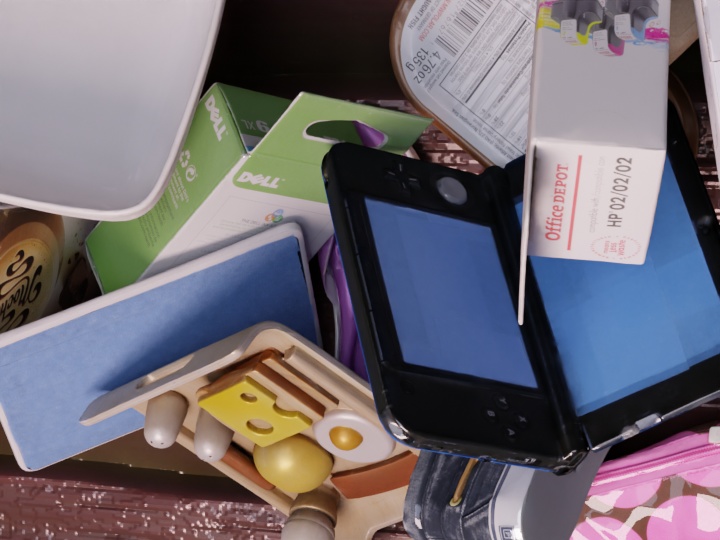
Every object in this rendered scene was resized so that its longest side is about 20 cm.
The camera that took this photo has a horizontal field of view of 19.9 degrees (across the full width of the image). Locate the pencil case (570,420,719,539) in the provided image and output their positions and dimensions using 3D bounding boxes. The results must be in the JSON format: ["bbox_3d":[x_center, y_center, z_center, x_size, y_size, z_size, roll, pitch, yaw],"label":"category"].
[{"bbox_3d":[0.168,0.134,1.165,0.199,0.094,0.091,-20,54,19],"label":"pencil case"}]

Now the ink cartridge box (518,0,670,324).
[{"bbox_3d":[0.119,-0.082,1.038,0.067,0.115,0.201,4,62,5],"label":"ink cartridge box"}]

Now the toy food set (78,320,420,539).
[{"bbox_3d":[-0.044,0.113,1.187,0.200,0.061,0.143,37,138,-29],"label":"toy food set"}]

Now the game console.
[{"bbox_3d":[0.091,-0.008,1.082,0.118,0.170,0.201,-51,39,38],"label":"game console"}]

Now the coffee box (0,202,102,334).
[{"bbox_3d":[-0.215,-0.001,1.227,0.079,0.200,0.114,19,102,20],"label":"coffee box"}]

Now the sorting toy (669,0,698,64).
[{"bbox_3d":[0.169,-0.240,1.136,0.200,0.036,0.185,-44,91,9],"label":"sorting toy"}]

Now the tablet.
[{"bbox_3d":[-0.120,0.046,1.207,0.199,0.130,0.014,-21,52,-10],"label":"tablet"}]

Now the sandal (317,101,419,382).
[{"bbox_3d":[0.007,-0.001,1.228,0.082,0.050,0.204,-10,92,19],"label":"sandal"}]

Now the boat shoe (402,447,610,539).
[{"bbox_3d":[0.098,0.076,1.155,0.091,0.201,0.071,1,134,40],"label":"boat shoe"}]

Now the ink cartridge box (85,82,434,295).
[{"bbox_3d":[-0.061,-0.050,1.190,0.200,0.103,0.060,-47,51,32],"label":"ink cartridge box"}]

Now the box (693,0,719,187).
[{"bbox_3d":[0.252,-0.138,1.009,0.175,0.097,0.201,-9,100,10],"label":"box"}]

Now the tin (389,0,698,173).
[{"bbox_3d":[0.104,-0.103,1.191,0.200,0.042,0.112,40,111,11],"label":"tin"}]

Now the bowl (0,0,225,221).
[{"bbox_3d":[-0.177,-0.129,1.162,0.199,0.075,0.201,14,79,6],"label":"bowl"}]
